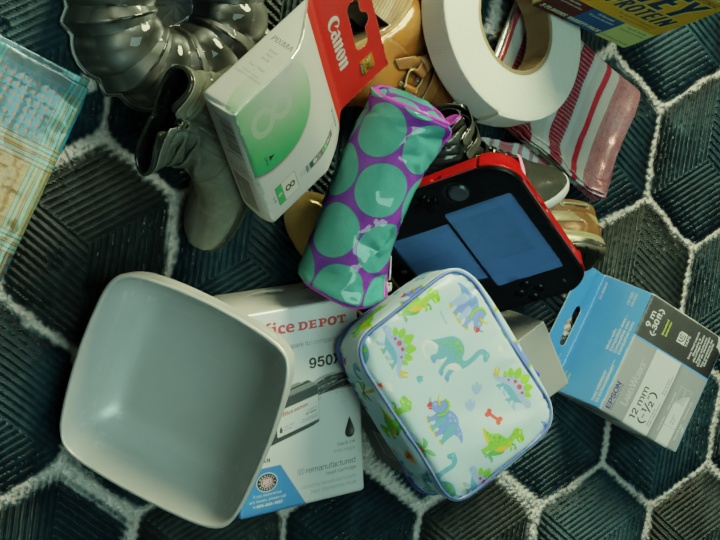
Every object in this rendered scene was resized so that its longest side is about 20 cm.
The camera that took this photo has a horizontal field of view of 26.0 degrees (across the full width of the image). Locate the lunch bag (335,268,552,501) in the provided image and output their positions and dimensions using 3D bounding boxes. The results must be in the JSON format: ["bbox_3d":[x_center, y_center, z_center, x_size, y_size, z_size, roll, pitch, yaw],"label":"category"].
[{"bbox_3d":[0.085,0.108,1.507,0.160,0.082,0.201,-37,102,-19],"label":"lunch bag"}]

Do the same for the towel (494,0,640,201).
[{"bbox_3d":[0.215,-0.184,1.655,0.199,0.023,0.145,35,66,-31],"label":"towel"}]

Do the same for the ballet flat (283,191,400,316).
[{"bbox_3d":[0.000,0.000,1.555,0.069,0.063,0.200,-44,119,-4],"label":"ballet flat"}]

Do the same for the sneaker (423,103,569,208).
[{"bbox_3d":[0.120,-0.110,1.535,0.198,0.071,0.100,2,134,-11],"label":"sneaker"}]

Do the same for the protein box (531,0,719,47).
[{"bbox_3d":[0.291,-0.360,1.551,0.134,0.198,0.202,17,72,-32],"label":"protein box"}]

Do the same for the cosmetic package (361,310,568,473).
[{"bbox_3d":[0.105,0.127,1.623,0.199,0.106,0.091,-37,115,-21],"label":"cosmetic package"}]

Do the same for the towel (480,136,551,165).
[{"bbox_3d":[0.110,-0.069,1.633,0.198,0.030,0.148,8,96,-29],"label":"towel"}]

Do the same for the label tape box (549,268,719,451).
[{"bbox_3d":[0.304,0.099,1.760,0.199,0.066,0.144,30,84,-33],"label":"label tape box"}]

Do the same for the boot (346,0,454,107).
[{"bbox_3d":[0.017,-0.176,1.528,0.154,0.073,0.201,37,82,-34],"label":"boot"}]

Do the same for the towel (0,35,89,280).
[{"bbox_3d":[-0.335,-0.106,1.361,0.146,0.022,0.202,25,87,-32],"label":"towel"}]

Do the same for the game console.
[{"bbox_3d":[0.112,-0.026,1.550,0.200,0.175,0.031,50,29,-38],"label":"game console"}]

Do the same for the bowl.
[{"bbox_3d":[-0.160,0.109,1.423,0.198,0.075,0.202,25,108,10],"label":"bowl"}]

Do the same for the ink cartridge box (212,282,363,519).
[{"bbox_3d":[-0.079,0.123,1.523,0.143,0.084,0.202,-9,104,-30],"label":"ink cartridge box"}]

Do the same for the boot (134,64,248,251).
[{"bbox_3d":[-0.154,-0.101,1.397,0.130,0.068,0.201,-14,134,-47],"label":"boot"}]

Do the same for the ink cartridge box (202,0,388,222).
[{"bbox_3d":[-0.041,-0.161,1.385,0.200,0.050,0.161,-43,150,-16],"label":"ink cartridge box"}]

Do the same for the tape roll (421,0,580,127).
[{"bbox_3d":[0.144,-0.246,1.567,0.201,0.037,0.205,8,78,-40],"label":"tape roll"}]

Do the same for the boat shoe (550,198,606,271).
[{"bbox_3d":[0.159,-0.052,1.613,0.198,0.076,0.075,11,61,-19],"label":"boat shoe"}]

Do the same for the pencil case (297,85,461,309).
[{"bbox_3d":[0.016,-0.068,1.461,0.092,0.085,0.202,20,101,-12],"label":"pencil case"}]

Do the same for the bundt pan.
[{"bbox_3d":[-0.166,-0.240,1.404,0.200,0.076,0.204,-7,104,-30],"label":"bundt pan"}]
